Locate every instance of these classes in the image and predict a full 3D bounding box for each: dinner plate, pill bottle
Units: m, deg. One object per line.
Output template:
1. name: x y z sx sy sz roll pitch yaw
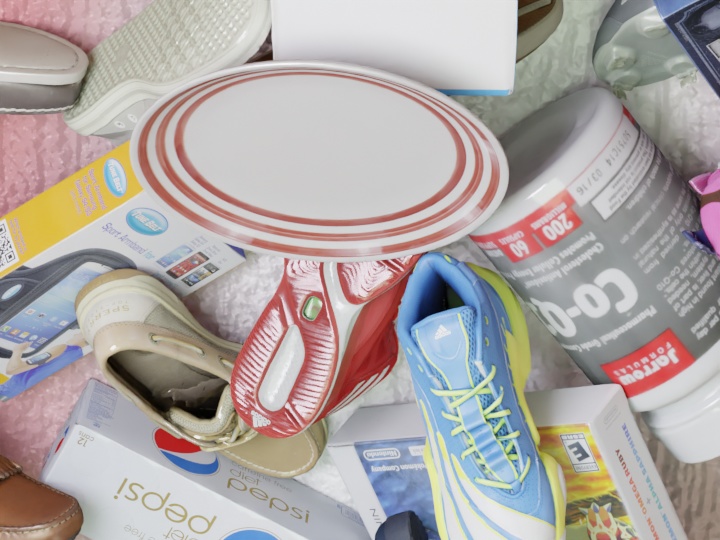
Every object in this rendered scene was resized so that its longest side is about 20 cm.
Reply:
1. dinner plate: -0.021 -0.061 1.564 0.199 0.024 0.201 3 150 2
2. pill bottle: 0.155 0.006 1.688 0.114 0.114 0.200 -36 107 16

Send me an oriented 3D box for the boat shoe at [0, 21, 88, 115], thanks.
1. boat shoe: -0.250 -0.106 1.681 0.199 0.072 0.060 5 114 5

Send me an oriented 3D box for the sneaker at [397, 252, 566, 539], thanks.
1. sneaker: 0.055 0.079 1.621 0.075 0.201 0.105 -21 149 16

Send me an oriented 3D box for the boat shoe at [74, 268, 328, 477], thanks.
1. boat shoe: -0.088 0.075 1.724 0.072 0.065 0.200 -34 132 17

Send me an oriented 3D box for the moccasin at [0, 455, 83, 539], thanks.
1. moccasin: -0.246 0.110 1.741 0.201 0.073 0.078 25 121 31

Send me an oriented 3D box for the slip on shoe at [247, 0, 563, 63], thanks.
1. slip on shoe: 0.022 -0.113 1.676 0.199 0.076 0.061 -26 150 4

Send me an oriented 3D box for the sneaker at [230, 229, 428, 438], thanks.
1. sneaker: 0.000 0.000 1.706 0.078 0.115 0.201 37 101 12

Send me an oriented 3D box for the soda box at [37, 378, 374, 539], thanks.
1. soda box: -0.092 0.146 1.786 0.199 0.064 0.068 28 113 -9

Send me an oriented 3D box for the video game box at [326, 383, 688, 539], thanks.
1. video game box: 0.097 0.159 1.744 0.199 0.047 0.183 -8 119 41

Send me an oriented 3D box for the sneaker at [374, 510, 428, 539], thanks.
1. sneaker: 0.010 0.227 1.762 0.081 0.070 0.201 -2 125 6

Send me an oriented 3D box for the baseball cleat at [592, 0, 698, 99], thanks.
1. baseball cleat: 0.189 -0.183 1.636 0.069 0.107 0.200 13 144 -28

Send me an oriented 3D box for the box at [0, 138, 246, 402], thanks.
1. box: -0.158 -0.002 1.703 0.199 0.042 0.119 -29 150 15

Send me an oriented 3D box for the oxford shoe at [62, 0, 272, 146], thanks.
1. oxford shoe: -0.095 -0.112 1.635 0.058 0.076 0.200 26 154 -24

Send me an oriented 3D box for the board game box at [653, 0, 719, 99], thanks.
1. board game box: 0.245 -0.136 1.602 0.135 0.035 0.200 -27 151 13

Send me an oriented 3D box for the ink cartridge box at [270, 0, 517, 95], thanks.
1. ink cartridge box: 0.019 -0.201 1.571 0.128 0.201 0.126 0 131 2

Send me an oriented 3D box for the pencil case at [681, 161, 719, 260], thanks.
1. pencil case: 0.268 -0.069 1.605 0.200 0.090 0.094 -43 65 31
